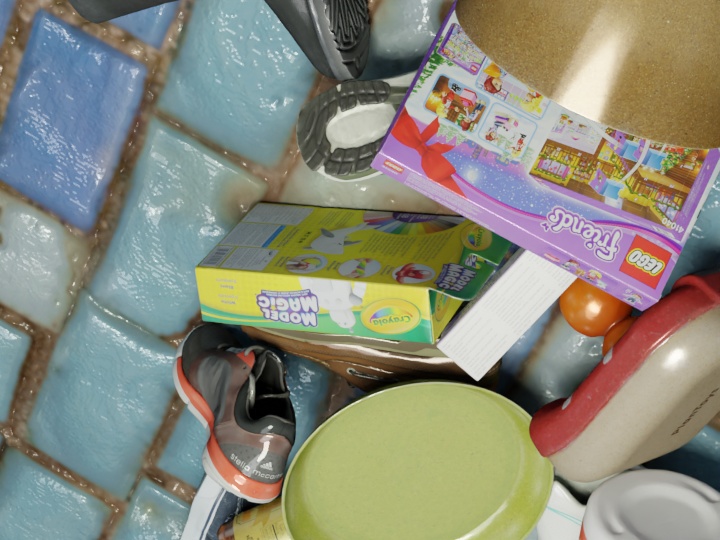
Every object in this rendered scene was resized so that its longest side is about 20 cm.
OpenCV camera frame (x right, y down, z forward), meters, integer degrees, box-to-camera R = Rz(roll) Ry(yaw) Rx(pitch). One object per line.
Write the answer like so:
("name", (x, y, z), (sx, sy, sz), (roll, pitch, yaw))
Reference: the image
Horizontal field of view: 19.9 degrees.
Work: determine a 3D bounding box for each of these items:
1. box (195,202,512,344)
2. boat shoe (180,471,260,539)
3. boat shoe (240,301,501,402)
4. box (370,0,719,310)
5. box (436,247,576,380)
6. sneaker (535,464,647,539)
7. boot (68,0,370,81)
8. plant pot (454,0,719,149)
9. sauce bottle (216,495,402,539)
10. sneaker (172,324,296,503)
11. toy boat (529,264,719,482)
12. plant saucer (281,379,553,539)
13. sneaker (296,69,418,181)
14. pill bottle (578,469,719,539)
("box", (0.000, 0.000, 1.430), (0.200, 0.117, 0.048), (3, 117, 22))
("boat shoe", (-0.090, 0.197, 1.645), (0.091, 0.071, 0.200), (21, 131, -1))
("boat shoe", (0.004, 0.058, 1.498), (0.200, 0.072, 0.068), (9, 124, 19))
("box", (0.125, -0.082, 1.301), (0.200, 0.137, 0.039), (28, 167, -2))
("box", (0.130, -0.009, 1.386), (0.041, 0.039, 0.200), (39, 114, -3))
("sneaker", (0.217, 0.185, 1.492), (0.200, 0.070, 0.080), (2, 120, 24))
("boot", (-0.106, -0.191, 1.380), (0.200, 0.066, 0.165), (-9, 110, 25))
("plant pot", (0.180, -0.203, 1.192), (0.186, 0.186, 0.200), (27, 115, 5))
("sauce bottle", (-0.009, 0.185, 1.566), (0.200, 0.066, 0.066), (-23, 113, 8))
("sneaker", (-0.079, 0.086, 1.500), (0.077, 0.200, 0.082), (20, 113, -27))
("toy boat", (0.183, 0.051, 1.401), (0.131, 0.130, 0.200), (55, 132, 22))
("plant saucer", (0.040, 0.151, 1.492), (0.200, 0.031, 0.200), (-5, 127, -7))
("sneaker", (0.061, -0.103, 1.376), (0.200, 0.089, 0.077), (-9, 81, 10))
("pill bottle", (0.195, 0.248, 1.428), (0.111, 0.111, 0.200), (16, 124, 14))
